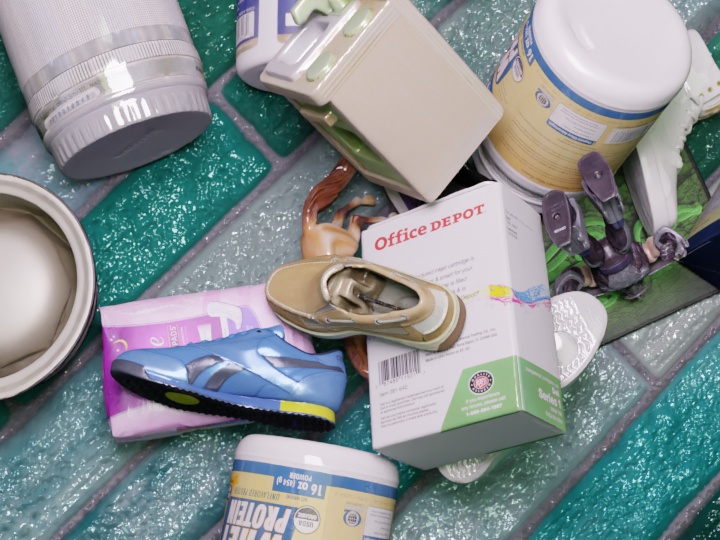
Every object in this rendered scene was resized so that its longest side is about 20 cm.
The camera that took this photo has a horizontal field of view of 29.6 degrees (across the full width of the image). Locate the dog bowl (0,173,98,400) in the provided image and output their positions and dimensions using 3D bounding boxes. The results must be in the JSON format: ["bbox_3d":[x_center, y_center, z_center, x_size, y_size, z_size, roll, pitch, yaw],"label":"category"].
[{"bbox_3d":[-0.321,0.020,1.200,0.197,0.074,0.203,-1,79,4],"label":"dog bowl"}]

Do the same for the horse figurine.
[{"bbox_3d":[0.000,0.000,1.238,0.132,0.050,0.202,-26,85,-39],"label":"horse figurine"}]

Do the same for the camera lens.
[{"bbox_3d":[-0.233,-0.203,1.214,0.158,0.160,0.202,-20,83,-9],"label":"camera lens"}]

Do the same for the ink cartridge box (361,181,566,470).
[{"bbox_3d":[0.083,0.048,1.143,0.144,0.084,0.202,-19,61,31],"label":"ink cartridge box"}]

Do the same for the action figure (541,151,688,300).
[{"bbox_3d":[0.221,-0.017,1.220,0.129,0.200,0.070,-33,53,9],"label":"action figure"}]

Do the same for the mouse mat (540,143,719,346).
[{"bbox_3d":[0.256,-0.027,1.313,0.198,0.008,0.162,-24,83,-8],"label":"mouse mat"}]

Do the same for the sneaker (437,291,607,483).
[{"bbox_3d":[0.143,0.101,1.218,0.074,0.118,0.201,42,94,11],"label":"sneaker"}]

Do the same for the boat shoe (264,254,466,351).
[{"bbox_3d":[-0.010,0.016,1.120,0.198,0.076,0.073,4,73,38],"label":"boat shoe"}]

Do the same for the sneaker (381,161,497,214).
[{"bbox_3d":[0.101,-0.035,1.244,0.075,0.087,0.201,-28,83,-50],"label":"sneaker"}]

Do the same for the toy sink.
[{"bbox_3d":[-0.001,-0.166,1.147,0.112,0.130,0.200,-50,118,-7],"label":"toy sink"}]

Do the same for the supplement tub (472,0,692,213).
[{"bbox_3d":[0.189,-0.155,1.213,0.143,0.200,0.146,9,58,-14],"label":"supplement tub"}]

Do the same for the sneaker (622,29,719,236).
[{"bbox_3d":[0.303,-0.137,1.297,0.114,0.074,0.203,-9,77,-3],"label":"sneaker"}]

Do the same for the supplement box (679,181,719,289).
[{"bbox_3d":[0.441,-0.051,1.268,0.199,0.134,0.201,34,77,0],"label":"supplement box"}]

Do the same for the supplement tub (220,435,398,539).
[{"bbox_3d":[-0.051,0.250,1.156,0.143,0.145,0.203,10,79,-4],"label":"supplement tub"}]

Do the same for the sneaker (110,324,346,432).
[{"bbox_3d":[-0.109,0.082,1.155,0.197,0.066,0.079,10,70,-6],"label":"sneaker"}]

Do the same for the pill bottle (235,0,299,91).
[{"bbox_3d":[-0.060,-0.276,1.269,0.109,0.111,0.203,1,81,-6],"label":"pill bottle"}]

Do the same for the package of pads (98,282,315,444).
[{"bbox_3d":[-0.133,0.079,1.220,0.197,0.076,0.122,-8,78,-7],"label":"package of pads"}]
